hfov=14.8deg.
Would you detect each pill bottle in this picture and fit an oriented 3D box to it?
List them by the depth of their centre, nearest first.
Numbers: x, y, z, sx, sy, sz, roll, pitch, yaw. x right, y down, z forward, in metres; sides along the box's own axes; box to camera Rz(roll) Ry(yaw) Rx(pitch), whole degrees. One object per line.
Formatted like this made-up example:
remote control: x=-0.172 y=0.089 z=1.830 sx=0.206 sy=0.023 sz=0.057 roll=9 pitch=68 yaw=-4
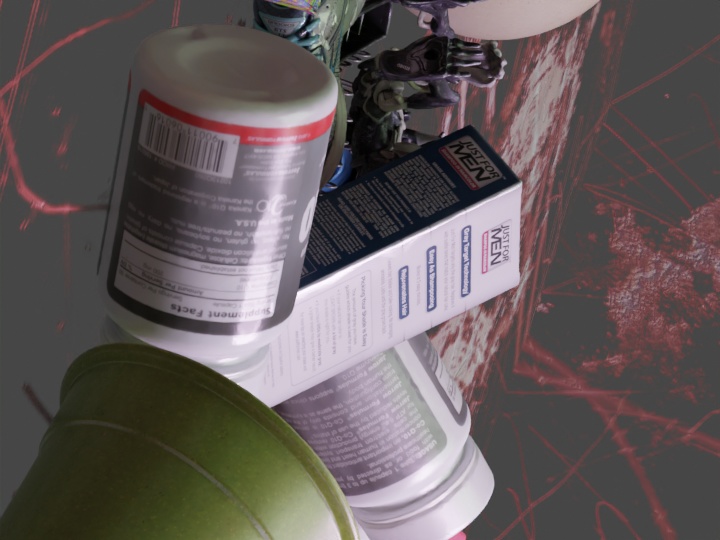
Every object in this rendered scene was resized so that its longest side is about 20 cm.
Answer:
pill bottle: x=-0.084 y=-0.025 z=1.539 sx=0.114 sy=0.114 sz=0.200 roll=-55 pitch=160 yaw=-61
pill bottle: x=0.004 y=0.084 z=1.844 sx=0.200 sy=0.114 sz=0.114 roll=60 pitch=33 yaw=-23

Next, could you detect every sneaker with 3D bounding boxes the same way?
sneaker: x=-0.047 y=-0.136 z=1.719 sx=0.086 sy=0.077 sz=0.200 roll=41 pitch=57 yaw=-73

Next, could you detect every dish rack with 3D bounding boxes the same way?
dish rack: x=-0.040 y=-0.088 z=1.862 sx=0.153 sy=0.054 sz=0.200 roll=-39 pitch=145 yaw=-72

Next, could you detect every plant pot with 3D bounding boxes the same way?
plant pot: x=-0.133 y=0.176 z=1.488 sx=0.190 sy=0.200 sz=0.200 roll=-51 pitch=159 yaw=-34

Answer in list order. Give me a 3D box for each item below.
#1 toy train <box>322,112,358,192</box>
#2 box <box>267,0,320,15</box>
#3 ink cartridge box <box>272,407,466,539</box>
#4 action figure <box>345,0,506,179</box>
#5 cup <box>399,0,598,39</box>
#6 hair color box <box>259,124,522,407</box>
toy train: x=-0.009 y=-0.012 z=1.985 sx=0.087 sy=0.114 sz=0.200 roll=63 pitch=45 yaw=-76
box: x=-0.065 y=-0.234 z=1.263 sx=0.200 sy=0.122 sz=0.193 roll=11 pitch=97 yaw=-80
ink cartridge box: x=-0.040 y=0.187 z=1.914 sx=0.085 sy=0.200 sz=0.146 roll=-21 pitch=-146 yaw=43
action figure: x=0.042 y=-0.105 z=1.771 sx=0.200 sy=0.102 sz=0.119 roll=113 pitch=-16 yaw=-63
cup: x=0.088 y=-0.266 z=1.829 sx=0.143 sy=0.200 sz=0.201 roll=53 pitch=55 yaw=-79
hair color box: x=0.000 y=0.000 z=1.696 sx=0.200 sy=0.061 sz=0.100 roll=-25 pitch=144 yaw=-18
